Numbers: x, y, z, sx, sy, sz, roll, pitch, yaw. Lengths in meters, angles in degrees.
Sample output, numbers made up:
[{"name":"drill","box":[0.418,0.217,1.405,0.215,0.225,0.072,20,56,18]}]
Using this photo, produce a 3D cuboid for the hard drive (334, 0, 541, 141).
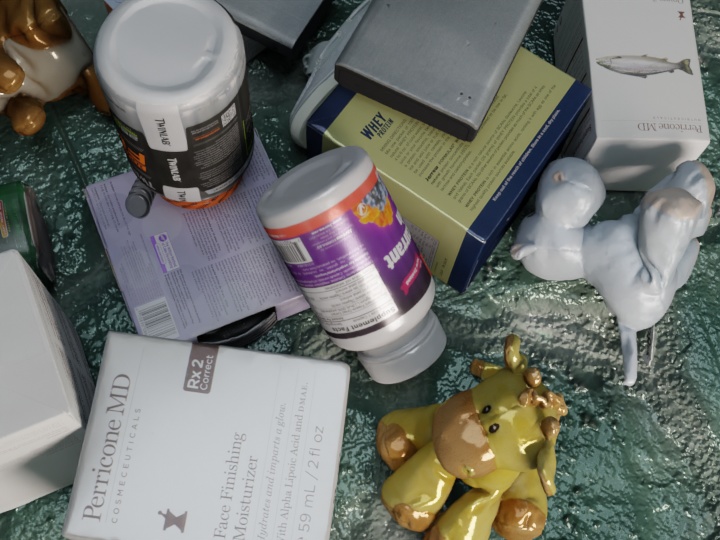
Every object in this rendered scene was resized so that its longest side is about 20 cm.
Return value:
[{"name":"hard drive","box":[0.081,-0.230,0.860,0.139,0.033,0.201,25,68,7]}]

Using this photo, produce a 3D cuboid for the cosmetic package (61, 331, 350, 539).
[{"name":"cosmetic package","box":[-0.118,0.163,0.778,0.198,0.165,0.166,7,68,0]}]

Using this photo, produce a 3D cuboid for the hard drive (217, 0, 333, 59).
[{"name":"hard drive","box":[-0.123,-0.320,0.973,0.199,0.033,0.140,27,70,7]}]

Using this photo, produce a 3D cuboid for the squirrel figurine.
[{"name":"squirrel figurine","box":[-0.377,-0.211,0.943,0.186,0.142,0.200,-33,60,-4]}]

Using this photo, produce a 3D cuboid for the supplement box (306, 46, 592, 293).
[{"name":"supplement box","box":[0.080,-0.128,0.917,0.199,0.134,0.200,34,70,10]}]

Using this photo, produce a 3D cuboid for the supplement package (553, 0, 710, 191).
[{"name":"supplement package","box":[0.275,-0.195,0.964,0.116,0.117,0.202,1,69,-4]}]

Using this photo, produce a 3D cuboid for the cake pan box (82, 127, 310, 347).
[{"name":"cake pan box","box":[-0.150,-0.022,0.910,0.183,0.052,0.201,-23,72,-9]}]

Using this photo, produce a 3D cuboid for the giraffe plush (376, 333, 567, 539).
[{"name":"giraffe plush","box":[0.114,0.148,0.798,0.200,0.162,0.173,-38,75,-15]}]

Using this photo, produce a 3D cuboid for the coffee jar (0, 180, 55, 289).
[{"name":"coffee jar","box":[-0.398,-0.010,0.872,0.199,0.085,0.105,-16,71,-9]}]

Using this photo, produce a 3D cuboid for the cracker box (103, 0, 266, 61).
[{"name":"cracker box","box":[-0.156,-0.291,1.008,0.200,0.058,0.134,-41,76,-17]}]

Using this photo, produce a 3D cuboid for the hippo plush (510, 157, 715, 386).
[{"name":"hippo plush","box":[0.239,-0.028,0.908,0.160,0.159,0.201,22,111,24]}]

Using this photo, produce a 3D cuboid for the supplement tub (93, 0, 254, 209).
[{"name":"supplement tub","box":[-0.157,-0.141,0.823,0.121,0.200,0.123,1,66,-2]}]

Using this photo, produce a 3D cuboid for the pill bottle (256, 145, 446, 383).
[{"name":"pill bottle","box":[0.000,0.000,0.835,0.111,0.111,0.201,-36,114,-15]}]

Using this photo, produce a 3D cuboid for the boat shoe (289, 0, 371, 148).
[{"name":"boat shoe","box":[-0.021,-0.213,0.988,0.071,0.070,0.201,29,69,26]}]

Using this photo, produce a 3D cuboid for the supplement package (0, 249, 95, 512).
[{"name":"supplement package","box":[-0.328,0.112,0.768,0.190,0.200,0.148,-20,71,-11]}]
